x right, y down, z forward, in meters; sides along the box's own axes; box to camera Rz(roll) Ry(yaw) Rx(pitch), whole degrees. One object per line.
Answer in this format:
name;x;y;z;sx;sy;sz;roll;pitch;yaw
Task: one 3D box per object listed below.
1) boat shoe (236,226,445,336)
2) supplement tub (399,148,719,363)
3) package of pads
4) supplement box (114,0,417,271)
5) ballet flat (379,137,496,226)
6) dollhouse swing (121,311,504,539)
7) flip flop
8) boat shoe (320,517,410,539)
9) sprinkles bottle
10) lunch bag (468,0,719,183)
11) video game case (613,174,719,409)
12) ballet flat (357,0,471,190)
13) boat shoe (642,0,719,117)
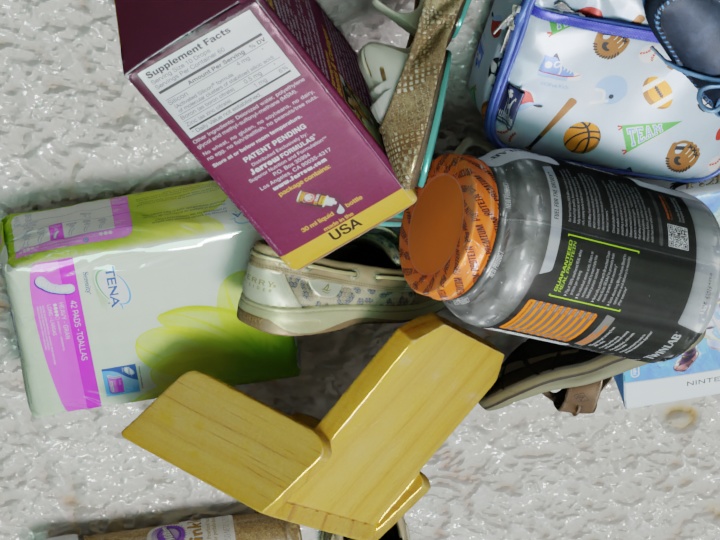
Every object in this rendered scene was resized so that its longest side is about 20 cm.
boat shoe;0.000;0.000;1.637;0.200;0.073;0.063;-13;116;-47
supplement tub;0.134;-0.012;1.582;0.200;0.123;0.123;13;125;-28
package of pads;-0.148;0.016;1.660;0.200;0.068;0.155;-9;130;-6
supplement box;-0.063;-0.119;1.527;0.103;0.131;0.200;-29;127;13
ballet flat;0.053;-0.063;1.644;0.200;0.067;0.070;7;106;-17
dollhouse swing;-0.029;0.089;1.686;0.176;0.182;0.200;-64;153;0
flip flop;0.170;0.075;1.721;0.200;0.081;0.058;-18;111;34
boat shoe;0.006;0.215;1.849;0.072;0.065;0.200;-7;129;-5
sprinkles bottle;-0.145;0.230;1.832;0.200;0.068;0.068;-7;129;-5
lunch bag;0.176;-0.146;1.587;0.200;0.076;0.160;8;124;-18
video game case;0.277;0.004;1.743;0.181;0.045;0.200;-10;129;-3
ballet flat;0.034;-0.150;1.510;0.065;0.200;0.071;16;164;-5
boat shoe;0.264;-0.125;1.529;0.200;0.069;0.084;32;125;-29
